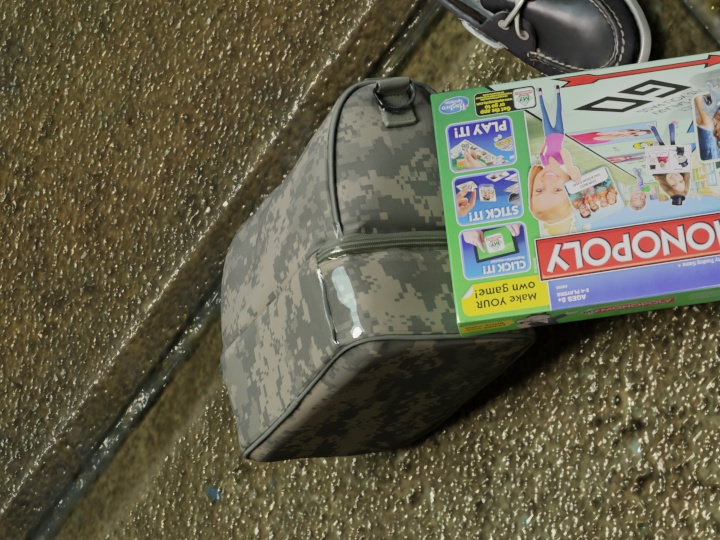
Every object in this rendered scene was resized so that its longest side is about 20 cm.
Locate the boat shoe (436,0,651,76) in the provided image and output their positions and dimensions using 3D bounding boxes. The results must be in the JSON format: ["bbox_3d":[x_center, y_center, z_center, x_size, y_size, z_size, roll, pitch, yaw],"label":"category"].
[{"bbox_3d":[0.092,-0.166,1.616,0.200,0.060,0.074,44,117,39],"label":"boat shoe"}]

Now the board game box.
[{"bbox_3d":[0.144,-0.044,1.486,0.198,0.029,0.136,-8,70,5],"label":"board game box"}]

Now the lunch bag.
[{"bbox_3d":[0.000,0.000,1.587,0.200,0.138,0.169,-47,53,55],"label":"lunch bag"}]
